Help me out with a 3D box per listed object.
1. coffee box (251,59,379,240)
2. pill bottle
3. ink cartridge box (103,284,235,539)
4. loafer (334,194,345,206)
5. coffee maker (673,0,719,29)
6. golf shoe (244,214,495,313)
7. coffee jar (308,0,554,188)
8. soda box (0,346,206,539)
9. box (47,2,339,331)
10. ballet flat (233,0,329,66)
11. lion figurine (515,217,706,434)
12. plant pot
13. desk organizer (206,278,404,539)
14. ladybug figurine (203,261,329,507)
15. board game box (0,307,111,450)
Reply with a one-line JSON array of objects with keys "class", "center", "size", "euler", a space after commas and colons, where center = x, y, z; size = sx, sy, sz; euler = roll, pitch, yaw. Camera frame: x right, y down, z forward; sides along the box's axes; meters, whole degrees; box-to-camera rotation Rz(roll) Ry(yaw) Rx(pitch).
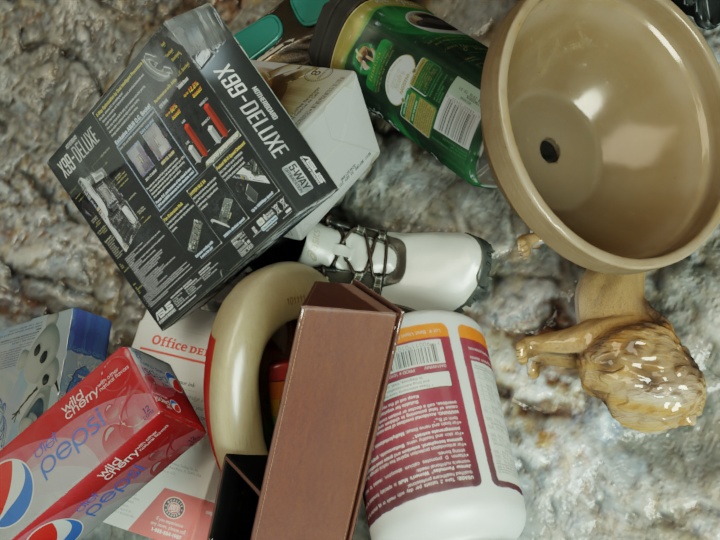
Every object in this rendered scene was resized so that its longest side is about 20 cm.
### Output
[{"class": "coffee box", "center": [-0.101, -0.102, 1.137], "size": [0.198, 0.080, 0.113], "euler": [11, 46, 35]}, {"class": "pill bottle", "center": [0.053, 0.138, 1.011], "size": [0.109, 0.109, 0.202], "euler": [-22, 62, 20]}, {"class": "ink cartridge box", "center": [-0.130, 0.112, 1.149], "size": [0.115, 0.067, 0.202], "euler": [11, 78, 32]}, {"class": "loafer", "center": [-0.104, -0.047, 1.201], "size": [0.197, 0.070, 0.070], "euler": [-11, 44, 8]}, {"class": "coffee maker", "center": [0.171, -0.269, 1.049], "size": [0.199, 0.191, 0.136], "euler": [21, 89, 34]}, {"class": "golf shoe", "center": [0.000, 0.000, 1.104], "size": [0.198, 0.094, 0.079], "euler": [-9, 63, 24]}, {"class": "coffee jar", "center": [0.054, -0.143, 1.122], "size": [0.200, 0.104, 0.086], "euler": [39, 118, 34]}, {"class": "soda box", "center": [-0.211, 0.146, 1.056], "size": [0.200, 0.063, 0.070], "euler": [-41, 57, 9]}, {"class": "box", "center": [-0.126, -0.068, 1.053], "size": [0.158, 0.050, 0.200], "euler": [54, 135, 3]}, {"class": "ballet flat", "center": [-0.045, -0.197, 1.223], "size": [0.199, 0.067, 0.069], "euler": [-29, 52, 16]}, {"class": "lion figurine", "center": [0.172, 0.018, 1.017], "size": [0.121, 0.073, 0.202], "euler": [-7, 63, 16]}, {"class": "plant pot", "center": [0.152, -0.092, 0.995], "size": [0.092, 0.199, 0.203], "euler": [-22, 55, 60]}, {"class": "desk organizer", "center": [-0.040, 0.109, 0.990], "size": [0.072, 0.076, 0.203], "euler": [32, 112, 57]}, {"class": "ladybug figurine", "center": [-0.063, 0.092, 1.073], "size": [0.071, 0.135, 0.203], "euler": [8, 104, 45]}, {"class": "board game box", "center": [-0.286, 0.146, 1.199], "size": [0.199, 0.043, 0.202], "euler": [-15, 62, 46]}]
